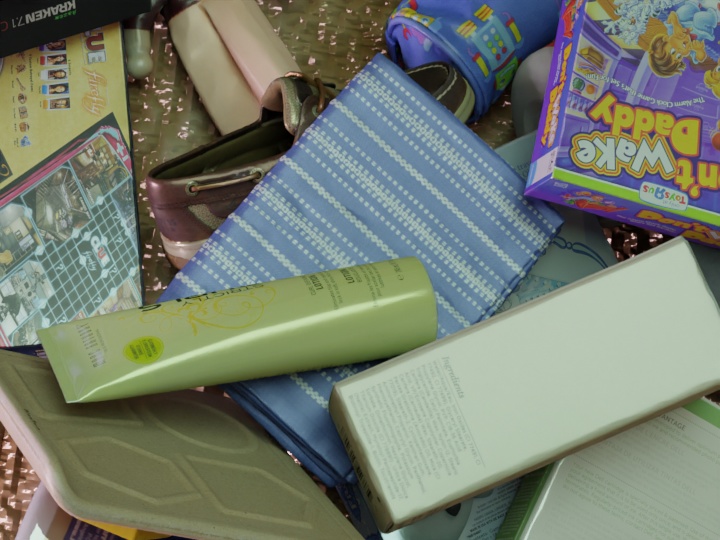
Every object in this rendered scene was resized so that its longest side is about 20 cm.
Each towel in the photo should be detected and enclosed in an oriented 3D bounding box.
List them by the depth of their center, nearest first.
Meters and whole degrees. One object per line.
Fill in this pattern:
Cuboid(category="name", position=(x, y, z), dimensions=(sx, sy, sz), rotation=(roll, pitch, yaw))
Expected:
Cuboid(category="towel", position=(0.000, 0.000, 1.276), dimensions=(0.145, 0.024, 0.200), rotation=(42, 73, -2))

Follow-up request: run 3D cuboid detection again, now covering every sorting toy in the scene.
Cuboid(category="sorting toy", position=(-0.102, 0.098, 1.197), dimensions=(0.200, 0.185, 0.037), rotation=(19, 103, -32))

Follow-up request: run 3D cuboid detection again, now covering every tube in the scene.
Cuboid(category="tube", position=(-0.061, 0.032, 1.213), dimensions=(0.199, 0.058, 0.052), rotation=(-9, 78, -15))

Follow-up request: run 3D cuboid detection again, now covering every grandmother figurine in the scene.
Cuboid(category="grandmother figurine", position=(-0.089, -0.156, 1.391), dimensions=(0.121, 0.061, 0.200), rotation=(-27, 76, -27))

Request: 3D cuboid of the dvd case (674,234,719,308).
Cuboid(category="dvd case", position=(0.245, -0.060, 1.334), dimensions=(0.148, 0.016, 0.201), rotation=(4, 79, -18))

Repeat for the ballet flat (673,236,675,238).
Cuboid(category="ballet flat", position=(0.220, 0.040, 1.353), dimensions=(0.068, 0.068, 0.201), rotation=(-17, 80, -21))

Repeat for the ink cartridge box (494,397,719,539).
Cuboid(category="ink cartridge box", position=(0.162, 0.130, 1.282), dimensions=(0.145, 0.048, 0.200), rotation=(29, 75, -11))

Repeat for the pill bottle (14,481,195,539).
Cuboid(category="pill bottle", position=(-0.082, 0.178, 1.216), dimensions=(0.199, 0.111, 0.111), rotation=(22, 65, -1))

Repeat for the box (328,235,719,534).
Cuboid(category="box", position=(0.088, 0.060, 1.220), dimensions=(0.199, 0.068, 0.082), rotation=(-21, 80, -8))

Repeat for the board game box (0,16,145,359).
Cuboid(category="board game box", position=(-0.192, -0.046, 1.322), dimensions=(0.135, 0.035, 0.201), rotation=(-4, 70, -4))

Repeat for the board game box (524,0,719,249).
Cuboid(category="board game box", position=(0.200, -0.082, 1.290), dimensions=(0.199, 0.045, 0.135), rotation=(15, 77, -13))

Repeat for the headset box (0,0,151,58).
Cuboid(category="headset box", position=(-0.230, -0.204, 1.331), dimensions=(0.174, 0.093, 0.200), rotation=(-19, 51, -17))

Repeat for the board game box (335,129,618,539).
Cuboid(category="board game box", position=(0.061, 0.047, 1.319), dimensions=(0.200, 0.043, 0.199), rotation=(-24, 86, -20))

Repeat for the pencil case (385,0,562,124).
Cuboid(category="pencil case", position=(0.094, -0.180, 1.423), dimensions=(0.087, 0.078, 0.200), rotation=(29, 63, 25))

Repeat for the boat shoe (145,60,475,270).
Cuboid(category="boat shoe", position=(-0.029, -0.074, 1.315), dimensions=(0.200, 0.072, 0.072), rotation=(-27, 31, -13))

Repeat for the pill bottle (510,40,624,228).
Cuboid(category="pill bottle", position=(0.194, -0.113, 1.395), dimensions=(0.200, 0.113, 0.113), rotation=(-28, 74, -20))
